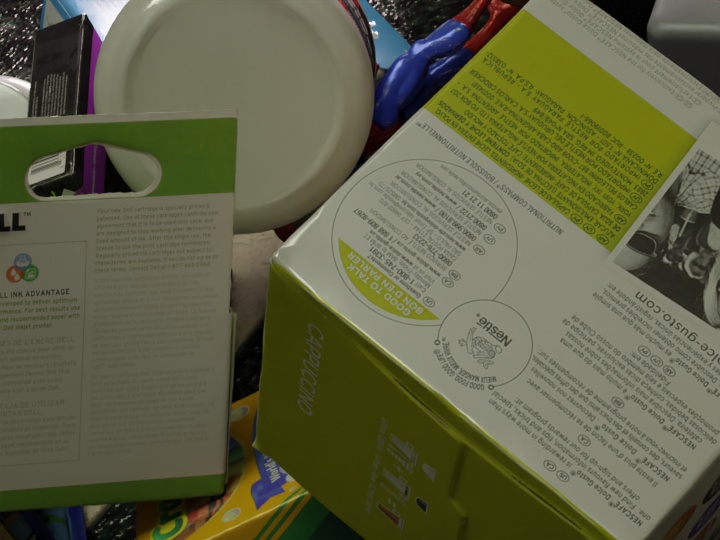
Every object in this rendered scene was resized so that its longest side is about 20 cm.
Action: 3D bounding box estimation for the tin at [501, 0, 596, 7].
[{"bbox_3d":[0.150,-0.197,1.575,0.200,0.042,0.112,-22,32,-4],"label":"tin"}]

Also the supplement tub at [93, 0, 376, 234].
[{"bbox_3d":[-0.062,-0.102,1.555,0.140,0.141,0.200,-24,10,5],"label":"supplement tub"}]

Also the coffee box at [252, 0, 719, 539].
[{"bbox_3d":[0.089,0.035,1.327,0.200,0.200,0.198,39,67,14],"label":"coffee box"}]

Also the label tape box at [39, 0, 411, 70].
[{"bbox_3d":[-0.077,-0.121,1.795,0.199,0.066,0.143,-2,29,-25],"label":"label tape box"}]

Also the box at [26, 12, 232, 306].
[{"bbox_3d":[-0.122,-0.019,1.610,0.036,0.200,0.143,-20,37,14],"label":"box"}]

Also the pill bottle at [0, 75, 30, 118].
[{"bbox_3d":[-0.202,-0.047,1.678,0.110,0.200,0.111,0,81,2],"label":"pill bottle"}]

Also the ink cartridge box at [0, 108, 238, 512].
[{"bbox_3d":[-0.138,0.010,1.442,0.147,0.201,0.076,-3,22,-18],"label":"ink cartridge box"}]

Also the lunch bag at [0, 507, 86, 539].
[{"bbox_3d":[-0.227,0.140,1.599,0.150,0.094,0.200,-25,21,3],"label":"lunch bag"}]

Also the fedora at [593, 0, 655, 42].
[{"bbox_3d":[0.158,-0.177,1.659,0.200,0.092,0.201,-12,36,9],"label":"fedora"}]

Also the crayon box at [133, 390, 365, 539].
[{"bbox_3d":[-0.044,0.110,1.504,0.200,0.052,0.126,-27,25,8],"label":"crayon box"}]

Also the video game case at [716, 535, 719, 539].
[{"bbox_3d":[0.091,0.139,1.444,0.182,0.023,0.200,-33,39,-8],"label":"video game case"}]

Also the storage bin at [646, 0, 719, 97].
[{"bbox_3d":[0.233,-0.091,1.506,0.199,0.135,0.146,3,48,22],"label":"storage bin"}]

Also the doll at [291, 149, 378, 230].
[{"bbox_3d":[0.048,-0.051,1.609,0.200,0.049,0.136,-7,-3,26],"label":"doll"}]

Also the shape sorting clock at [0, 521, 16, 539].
[{"bbox_3d":[-0.248,0.195,1.477,0.200,0.200,0.039,-30,-3,-4],"label":"shape sorting clock"}]

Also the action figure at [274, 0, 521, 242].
[{"bbox_3d":[0.015,-0.093,1.711,0.052,0.065,0.200,32,73,17],"label":"action figure"}]
